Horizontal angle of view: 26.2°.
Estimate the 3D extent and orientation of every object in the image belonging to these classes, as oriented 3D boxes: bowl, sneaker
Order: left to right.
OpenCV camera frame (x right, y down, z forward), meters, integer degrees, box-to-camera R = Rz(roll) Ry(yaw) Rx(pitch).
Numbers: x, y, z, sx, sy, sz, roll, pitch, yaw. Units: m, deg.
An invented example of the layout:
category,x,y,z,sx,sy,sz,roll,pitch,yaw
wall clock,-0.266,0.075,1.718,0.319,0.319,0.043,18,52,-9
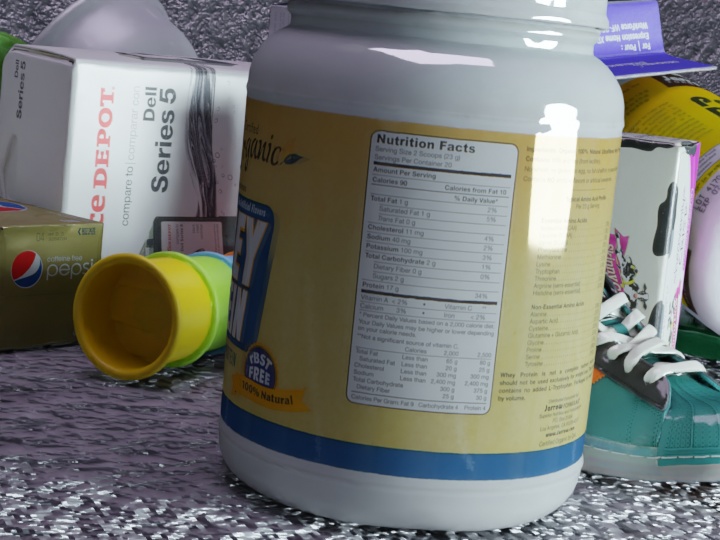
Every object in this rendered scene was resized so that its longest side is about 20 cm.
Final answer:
category,x,y,z,sx,sy,sz,roll,pitch,yaw
bowl,-0.181,-0.107,1.184,0.090,0.202,0.201,32,19,22
sneaker,0.098,0.037,0.686,0.071,0.081,0.199,-2,12,-40

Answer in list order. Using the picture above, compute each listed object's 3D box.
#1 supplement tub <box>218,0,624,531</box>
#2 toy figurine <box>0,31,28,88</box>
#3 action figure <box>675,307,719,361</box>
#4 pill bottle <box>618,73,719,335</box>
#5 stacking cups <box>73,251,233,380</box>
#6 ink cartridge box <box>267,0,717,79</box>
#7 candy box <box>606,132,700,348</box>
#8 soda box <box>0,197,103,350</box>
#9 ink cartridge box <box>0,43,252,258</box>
category,x,y,z,sx,sy,sz,roll,pitch,yaw
supplement tub,0.023,-0.016,0.593,0.143,0.202,0.145,5,8,-1
toy figurine,-0.247,-0.068,0.983,0.199,0.151,0.184,10,13,-35
action figure,0.182,0.021,0.962,0.198,0.055,0.118,6,11,30
pill bottle,0.187,-0.047,0.892,0.108,0.110,0.200,1,24,-26
stacking cups,-0.070,0.012,0.811,0.060,0.061,0.200,9,10,23
ink cartridge box,0.075,-0.141,0.926,0.197,0.044,0.199,-10,19,-32
candy box,0.066,-0.011,0.803,0.198,0.138,0.061,10,11,22
soda box,-0.229,-0.010,0.842,0.199,0.065,0.067,14,12,40
ink cartridge box,-0.107,-0.051,0.913,0.199,0.147,0.084,-2,13,-39
